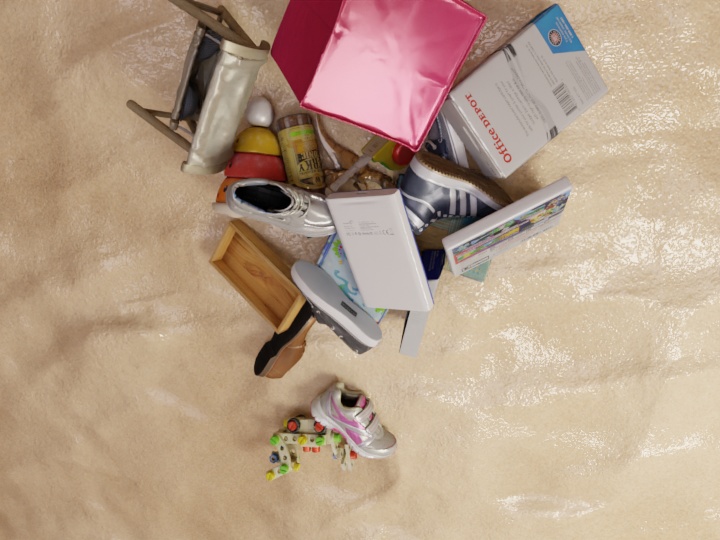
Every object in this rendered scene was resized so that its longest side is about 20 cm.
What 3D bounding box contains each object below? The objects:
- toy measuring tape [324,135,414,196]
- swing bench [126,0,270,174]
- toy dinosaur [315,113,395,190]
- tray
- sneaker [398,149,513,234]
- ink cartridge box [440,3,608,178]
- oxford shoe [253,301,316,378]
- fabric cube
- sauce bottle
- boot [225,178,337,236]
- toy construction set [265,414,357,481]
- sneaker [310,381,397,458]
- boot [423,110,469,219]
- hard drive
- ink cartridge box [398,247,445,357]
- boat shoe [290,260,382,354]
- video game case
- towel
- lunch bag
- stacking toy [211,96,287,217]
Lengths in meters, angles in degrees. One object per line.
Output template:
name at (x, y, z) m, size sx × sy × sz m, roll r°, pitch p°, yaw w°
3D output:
toy measuring tape at (0.030, -0.174, 0.926) m, size 0.200 × 0.074 × 0.074 m, roll -45°, pitch 101°, yaw -5°
swing bench at (-0.239, -0.286, 0.874) m, size 0.200 × 0.129 × 0.201 m, roll 44°, pitch 119°, yaw 26°
toy dinosaur at (-0.031, -0.185, 0.971) m, size 0.199 × 0.060 × 0.107 m, roll 37°, pitch 90°, yaw -10°
tray at (-0.187, 0.009, 1.049) m, size 0.200 × 0.037 × 0.099 m, roll 43°, pitch 117°, yaw 15°
sneaker at (0.140, -0.100, 0.873) m, size 0.197 × 0.071 × 0.109 m, roll 19°, pitch 124°, yaw -24°
ink cartridge box at (0.233, -0.255, 0.829) m, size 0.199 × 0.086 × 0.147 m, roll -39°, pitch 102°, yaw 1°
oxford shoe at (-0.133, 0.138, 1.123) m, size 0.070 × 0.072 × 0.201 m, roll 24°, pitch 119°, yaw -31°
fabric cube at (0.013, -0.318, 0.780) m, size 0.193 × 0.201 × 0.202 m, roll 13°, pitch 120°, yaw -31°
sauce bottle at (-0.091, -0.157, 0.954) m, size 0.063 × 0.065 × 0.205 m, roll -12°, pitch 96°, yaw 15°
boot at (-0.108, -0.095, 0.871) m, size 0.196 × 0.095 × 0.075 m, roll 8°, pitch 92°, yaw -16°
toy construction set at (-0.106, 0.373, 1.192) m, size 0.195 × 0.092 × 0.134 m, roll -3°, pitch 88°, yaw 4°
sneaker at (-0.002, 0.302, 1.148) m, size 0.198 × 0.082 × 0.089 m, roll 34°, pitch 116°, yaw -5°
boot at (0.120, -0.180, 0.910) m, size 0.089 × 0.073 × 0.204 m, roll -18°, pitch 101°, yaw 1°
hard drive at (0.032, -0.029, 0.887) m, size 0.130 × 0.025 × 0.203 m, roll 2°, pitch 124°, yaw 37°
ink cartridge box at (0.109, 0.044, 0.992) m, size 0.038 × 0.100 × 0.203 m, roll 15°, pitch 123°, yaw 3°
boat shoe at (-0.051, 0.070, 0.983) m, size 0.199 × 0.070 × 0.066 m, roll 40°, pitch 122°, yaw -8°
video game case at (0.225, -0.062, 0.886) m, size 0.197 × 0.182 × 0.023 m, roll -27°, pitch 73°, yaw 6°
towel at (0.144, -0.075, 0.994) m, size 0.196 × 0.022 × 0.149 m, roll 17°, pitch 114°, yaw 5°
lunch bag at (0.000, 0.000, 1.007) m, size 0.159 × 0.083 × 0.202 m, roll 31°, pitch 122°, yaw 3°
stacking toy at (-0.177, -0.191, 0.969) m, size 0.143 × 0.146 × 0.205 m, roll 4°, pitch 95°, yaw 9°
